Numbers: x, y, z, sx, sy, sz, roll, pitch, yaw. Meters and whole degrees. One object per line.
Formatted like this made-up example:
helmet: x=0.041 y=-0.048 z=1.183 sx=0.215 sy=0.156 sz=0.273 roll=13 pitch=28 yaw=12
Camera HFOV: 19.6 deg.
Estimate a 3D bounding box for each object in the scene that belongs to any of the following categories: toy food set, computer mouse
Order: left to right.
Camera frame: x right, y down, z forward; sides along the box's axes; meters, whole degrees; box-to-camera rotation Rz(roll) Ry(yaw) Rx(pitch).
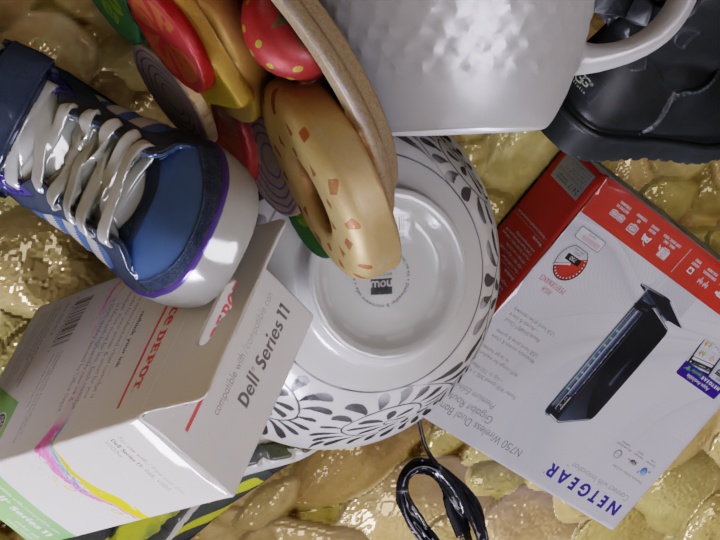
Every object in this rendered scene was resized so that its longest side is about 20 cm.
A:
toy food set: x=-0.053 y=-0.087 z=0.970 sx=0.049 sy=0.198 sz=0.201 roll=-38 pitch=110 yaw=-15
computer mouse: x=0.032 y=0.075 z=1.196 sx=0.058 sy=0.034 sz=0.202 roll=-15 pitch=94 yaw=-4

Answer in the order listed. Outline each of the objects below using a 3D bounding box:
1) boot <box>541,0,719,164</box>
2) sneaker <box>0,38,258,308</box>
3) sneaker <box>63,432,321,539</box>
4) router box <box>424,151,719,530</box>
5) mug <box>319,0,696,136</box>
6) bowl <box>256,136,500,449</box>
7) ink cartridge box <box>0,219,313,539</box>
boot: x=0.191 y=-0.135 z=1.112 sx=0.197 sy=0.074 sz=0.163 roll=-9 pitch=146 yaw=-48
sneaker: x=-0.145 y=-0.054 z=0.971 sx=0.146 sy=0.200 sz=0.081 roll=24 pitch=96 yaw=-29
sneaker: x=-0.090 y=0.102 z=1.163 sx=0.199 sy=0.075 sz=0.085 roll=-31 pitch=172 yaw=-23
router box: x=0.142 y=0.045 z=1.272 sx=0.199 sy=0.049 sz=0.180 roll=32 pitch=102 yaw=-37
mug: x=0.066 y=-0.153 z=0.971 sx=0.198 sy=0.148 sz=0.177 roll=-2 pitch=92 yaw=-10
bowl: x=0.000 y=0.000 z=1.093 sx=0.199 sy=0.094 sz=0.203 roll=-1 pitch=94 yaw=-20
ink cartridge box: x=-0.100 y=0.057 z=1.014 sx=0.199 sy=0.118 sz=0.067 roll=-19 pitch=127 yaw=43
